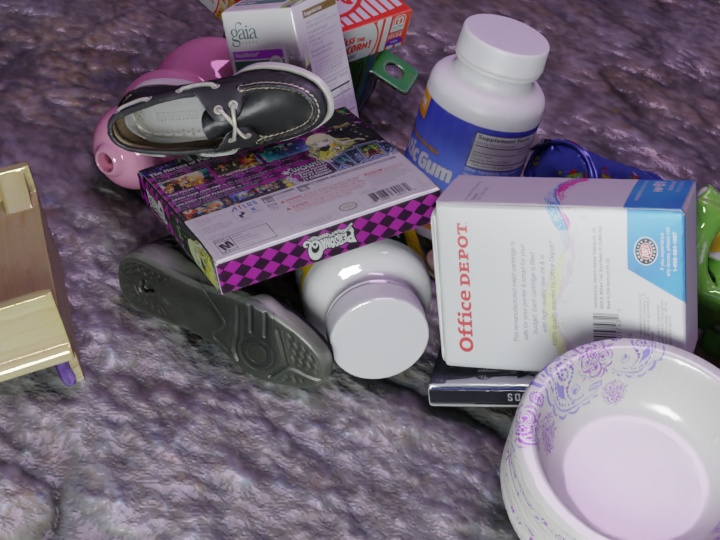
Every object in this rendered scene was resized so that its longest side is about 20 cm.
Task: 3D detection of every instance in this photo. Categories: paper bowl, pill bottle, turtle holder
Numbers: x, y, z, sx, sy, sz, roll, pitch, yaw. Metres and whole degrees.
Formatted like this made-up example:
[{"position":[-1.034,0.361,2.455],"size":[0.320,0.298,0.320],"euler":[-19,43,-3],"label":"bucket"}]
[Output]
[{"position":[0.204,0.159,1.289],"size":[0.200,0.104,0.201],"euler":[5,50,-6],"label":"paper bowl"},{"position":[0.106,-0.132,1.605],"size":[0.112,0.200,0.112],"euler":[12,31,-8],"label":"pill bottle"},{"position":[0.331,0.000,1.535],"size":[0.185,0.132,0.141],"euler":[28,-11,-16],"label":"turtle holder"},{"position":[0.000,0.000,1.462],"size":[0.111,0.111,0.200],"euler":[7,33,-16],"label":"pill bottle"}]

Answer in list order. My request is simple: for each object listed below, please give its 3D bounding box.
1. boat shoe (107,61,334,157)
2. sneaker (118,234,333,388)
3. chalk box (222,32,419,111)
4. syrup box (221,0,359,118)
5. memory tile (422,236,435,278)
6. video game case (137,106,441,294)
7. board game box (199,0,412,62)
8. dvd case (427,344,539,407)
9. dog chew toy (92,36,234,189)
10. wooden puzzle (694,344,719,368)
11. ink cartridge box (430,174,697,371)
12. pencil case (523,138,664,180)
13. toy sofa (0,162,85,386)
[{"position":[-0.120,-0.130,1.445],"size":[0.200,0.074,0.060],"euler":[2,31,24],"label":"boat shoe"},{"position":[-0.089,0.020,1.420],"size":[0.199,0.076,0.114],"euler":[26,38,24],"label":"sneaker"},{"position":[-0.034,-0.242,1.813],"size":[0.200,0.124,0.124],"euler":[20,31,5],"label":"chalk box"},{"position":[-0.056,-0.151,1.570],"size":[0.079,0.200,0.081],"euler":[1,22,32],"label":"syrup box"},{"position":[0.156,-0.013,1.652],"size":[0.200,0.017,0.153],"euler":[14,32,-7],"label":"memory tile"},{"position":[-0.061,-0.063,1.427],"size":[0.200,0.036,0.181],"euler":[-20,35,-19],"label":"video game case"},{"position":[-0.071,-0.276,1.703],"size":[0.151,0.046,0.200],"euler":[-25,56,-35],"label":"board game box"},{"position":[0.166,0.069,1.447],"size":[0.200,0.025,0.150],"euler":[0,25,12],"label":"dvd case"},{"position":[-0.168,-0.138,1.596],"size":[0.124,0.125,0.200],"euler":[32,42,23],"label":"dog chew toy"},{"position":[0.357,0.152,1.478],"size":[0.200,0.037,0.185],"euler":[26,31,5],"label":"wooden puzzle"},{"position":[0.166,0.003,1.384],"size":[0.200,0.145,0.085],"euler":[2,22,17],"label":"ink cartridge box"},{"position":[0.225,-0.072,1.651],"size":[0.087,0.078,0.200],"euler":[2,-6,34],"label":"pencil case"},{"position":[-0.278,0.011,1.352],"size":[0.083,0.098,0.200],"euler":[-16,39,-6],"label":"toy sofa"}]
